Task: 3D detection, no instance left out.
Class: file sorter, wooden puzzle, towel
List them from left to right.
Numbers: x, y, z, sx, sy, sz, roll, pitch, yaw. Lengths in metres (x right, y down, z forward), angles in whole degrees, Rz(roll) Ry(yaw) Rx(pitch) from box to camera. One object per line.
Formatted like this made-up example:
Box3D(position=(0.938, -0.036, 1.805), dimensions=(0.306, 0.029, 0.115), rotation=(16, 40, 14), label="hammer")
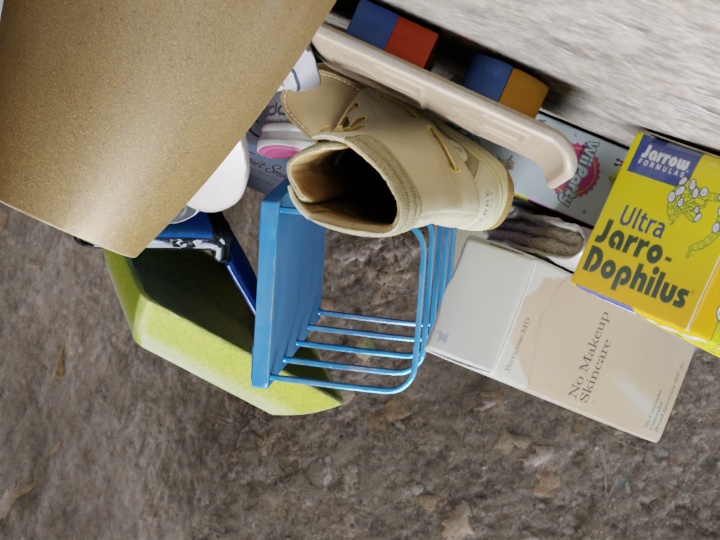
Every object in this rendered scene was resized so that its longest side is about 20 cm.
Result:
Box3D(position=(0.000, 0.000, 1.403), dimensions=(0.122, 0.140, 0.200), rotation=(6, -166, 9), label="file sorter")
Box3D(position=(0.055, -0.123, 1.204), dimensions=(0.199, 0.046, 0.185), rotation=(29, -179, 2), label="wooden puzzle")
Box3D(position=(0.176, -0.005, 1.361), dimensions=(0.132, 0.035, 0.200), rotation=(22, 180, -19), label="towel")

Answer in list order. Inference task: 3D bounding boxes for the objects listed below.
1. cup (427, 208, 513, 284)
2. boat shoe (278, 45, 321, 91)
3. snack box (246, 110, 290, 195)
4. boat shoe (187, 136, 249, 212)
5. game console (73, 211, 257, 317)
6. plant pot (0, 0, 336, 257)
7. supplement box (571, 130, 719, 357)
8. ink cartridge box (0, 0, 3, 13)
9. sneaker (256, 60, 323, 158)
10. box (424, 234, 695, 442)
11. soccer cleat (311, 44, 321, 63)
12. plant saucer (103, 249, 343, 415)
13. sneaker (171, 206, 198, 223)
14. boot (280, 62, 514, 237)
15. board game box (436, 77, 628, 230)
Box3D(position=(0.139, -0.032, 1.654), dimensions=(0.200, 0.144, 0.200), rotation=(24, -179, 0), label="cup")
Box3D(position=(-0.067, -0.146, 1.208), dimensions=(0.065, 0.072, 0.200), rotation=(-20, -177, 2), label="boat shoe")
Box3D(position=(-0.076, -0.134, 1.565), dimensions=(0.199, 0.053, 0.143), rotation=(24, -135, -26), label="snack box")
Box3D(position=(-0.125, -0.141, 1.240), dimensions=(0.093, 0.074, 0.201), rotation=(-82, -27, -53), label="boat shoe")
Box3D(position=(-0.152, -0.014, 1.494), dimensions=(0.170, 0.119, 0.200), rotation=(0, -159, -13), label="game console")
Box3D(position=(-0.126, -0.116, 1.029), dimensions=(0.186, 0.201, 0.186), rotation=(24, -179, -1), label="plant pot")
Box3D(position=(0.252, 0.005, 1.191), dimensions=(0.200, 0.110, 0.109), rotation=(24, 180, -39), label="supplement box")
Box3D(position=(-0.282, -0.199, 1.157), dimensions=(0.175, 0.084, 0.200), rotation=(25, 145, 13), label="ink cartridge box")
Box3D(position=(0.007, -0.133, 1.451), dimensions=(0.199, 0.088, 0.074), rotation=(-4, -176, -35), label="sneaker")
Box3D(position=(0.151, 0.052, 1.375), dimensions=(0.200, 0.095, 0.078), rotation=(21, 179, -41), label="box")
Box3D(position=(0.006, -0.124, 1.531), dimensions=(0.199, 0.081, 0.067), rotation=(24, 180, -24), label="soccer cleat")
Box3D(position=(-0.127, 0.040, 1.519), dimensions=(0.200, 0.048, 0.200), rotation=(30, -167, -28), label="plant saucer")
Box3D(position=(-0.200, -0.080, 1.384), dimensions=(0.199, 0.076, 0.076), rotation=(15, 177, 18), label="sneaker")
Box3D(position=(-0.009, -0.085, 1.285), dimensions=(0.200, 0.073, 0.155), rotation=(36, -155, 26), label="boot")
Box3D(position=(0.158, -0.065, 1.383), dimensions=(0.199, 0.065, 0.147), rotation=(23, 180, 17), label="board game box")
